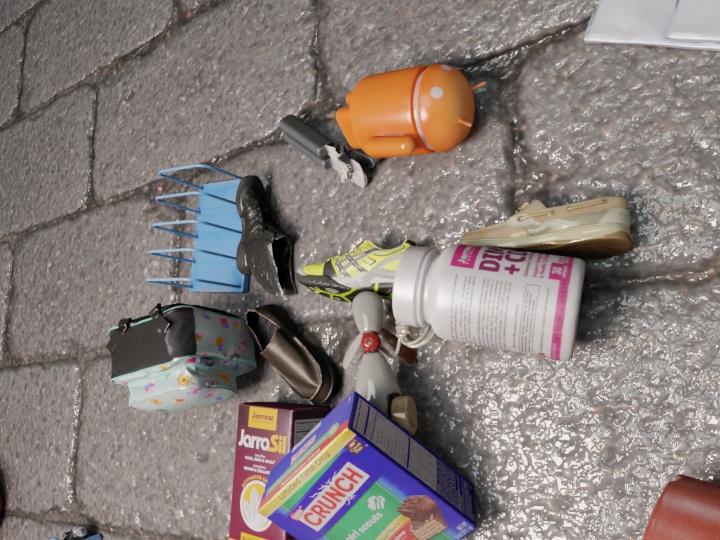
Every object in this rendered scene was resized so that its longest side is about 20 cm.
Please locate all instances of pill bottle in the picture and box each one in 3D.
[{"bbox_3d":[0.145,0.030,0.661,0.199,0.113,0.114,8,86,21],"label":"pill bottle"}]

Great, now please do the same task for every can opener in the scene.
[{"bbox_3d":[-0.049,-0.191,0.907,0.200,0.053,0.066,35,67,32],"label":"can opener"}]

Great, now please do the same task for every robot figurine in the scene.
[{"bbox_3d":[0.067,-0.215,0.782,0.199,0.144,0.117,3,103,33],"label":"robot figurine"}]

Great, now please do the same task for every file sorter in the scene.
[{"bbox_3d":[-0.274,-0.069,0.990,0.138,0.123,0.201,-1,81,34],"label":"file sorter"}]

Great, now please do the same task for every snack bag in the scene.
[{"bbox_3d":[0.374,-0.343,0.649,0.200,0.021,0.189,21,94,36],"label":"snack bag"}]

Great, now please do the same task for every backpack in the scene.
[{"bbox_3d":[-0.260,0.136,0.900,0.175,0.200,0.154,-22,75,25],"label":"backpack"}]

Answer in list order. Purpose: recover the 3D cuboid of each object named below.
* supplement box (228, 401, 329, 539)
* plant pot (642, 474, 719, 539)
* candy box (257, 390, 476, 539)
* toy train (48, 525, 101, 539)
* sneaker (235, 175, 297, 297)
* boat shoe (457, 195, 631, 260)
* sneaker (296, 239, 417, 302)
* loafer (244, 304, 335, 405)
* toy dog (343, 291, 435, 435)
[{"bbox_3d":[-0.117,0.296,0.838,0.110,0.086,0.201,-4,80,35],"label":"supplement box"},{"bbox_3d":[0.345,0.273,0.469,0.195,0.200,0.202,11,88,44],"label":"plant pot"},{"bbox_3d":[0.009,0.271,0.695,0.200,0.077,0.169,40,110,-10],"label":"candy box"},{"bbox_3d":[-0.557,0.587,1.098,0.114,0.087,0.200,33,99,25],"label":"toy train"},{"bbox_3d":[-0.150,-0.058,0.942,0.104,0.060,0.201,0,87,36],"label":"sneaker"},{"bbox_3d":[0.211,-0.047,0.684,0.199,0.072,0.065,-6,66,34],"label":"boat shoe"},{"bbox_3d":[0.000,0.000,0.827,0.199,0.075,0.077,0,70,26],"label":"sneaker"},{"bbox_3d":[-0.117,0.127,0.876,0.200,0.071,0.073,42,106,33],"label":"loafer"},{"bbox_3d":[0.029,0.138,0.770,0.131,0.096,0.201,11,75,21],"label":"toy dog"}]
